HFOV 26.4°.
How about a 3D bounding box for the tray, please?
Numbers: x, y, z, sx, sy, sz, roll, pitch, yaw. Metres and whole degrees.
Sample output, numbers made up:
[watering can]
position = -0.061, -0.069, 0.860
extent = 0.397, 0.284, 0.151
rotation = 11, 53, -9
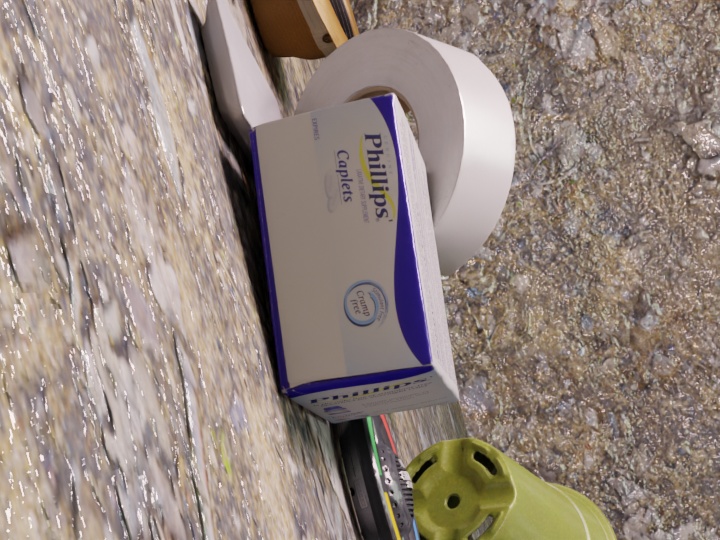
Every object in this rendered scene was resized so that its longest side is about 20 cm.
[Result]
[tray]
position = -0.081, -0.117, 1.135
extent = 0.200, 0.022, 0.109
rotation = 62, 14, -69

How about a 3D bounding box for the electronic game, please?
[electronic game]
position = 0.022, 0.177, 1.231
extent = 0.200, 0.041, 0.203
rotation = -17, 90, -85

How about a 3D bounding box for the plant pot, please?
[plant pot]
position = 0.118, 0.252, 1.426
extent = 0.190, 0.198, 0.202
rotation = 49, 22, -48

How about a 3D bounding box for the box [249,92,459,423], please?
[box]
position = 0.000, 0.000, 1.080
extent = 0.200, 0.103, 0.187
rotation = 55, 26, -76

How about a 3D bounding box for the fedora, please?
[fedora]
position = -0.062, -0.259, 1.467
extent = 0.201, 0.081, 0.203
rotation = -19, 90, -80

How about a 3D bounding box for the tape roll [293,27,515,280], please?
[tape roll]
position = 0.030, -0.092, 1.259
extent = 0.070, 0.201, 0.205
rotation = 10, 58, -47
